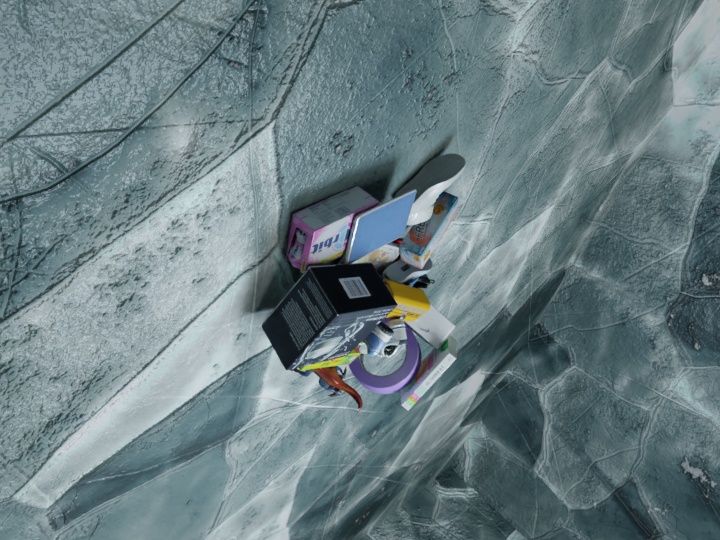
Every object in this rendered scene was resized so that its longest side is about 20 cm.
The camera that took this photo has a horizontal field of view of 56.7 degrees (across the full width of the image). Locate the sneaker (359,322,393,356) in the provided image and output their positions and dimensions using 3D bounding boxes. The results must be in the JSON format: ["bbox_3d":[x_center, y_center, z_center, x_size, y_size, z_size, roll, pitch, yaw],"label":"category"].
[{"bbox_3d":[-0.007,0.134,1.599,0.075,0.200,0.077,25,95,-40],"label":"sneaker"}]

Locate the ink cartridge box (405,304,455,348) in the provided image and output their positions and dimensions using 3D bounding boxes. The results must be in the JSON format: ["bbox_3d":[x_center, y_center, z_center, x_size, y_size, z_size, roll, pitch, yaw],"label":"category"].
[{"bbox_3d":[0.177,0.139,1.873,0.084,0.146,0.200,-49,179,-4],"label":"ink cartridge box"}]

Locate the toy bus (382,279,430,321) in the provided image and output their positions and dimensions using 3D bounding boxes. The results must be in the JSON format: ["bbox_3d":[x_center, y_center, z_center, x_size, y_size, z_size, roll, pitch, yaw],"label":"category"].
[{"bbox_3d":[0.080,0.073,1.603,0.078,0.065,0.199,-38,148,26],"label":"toy bus"}]

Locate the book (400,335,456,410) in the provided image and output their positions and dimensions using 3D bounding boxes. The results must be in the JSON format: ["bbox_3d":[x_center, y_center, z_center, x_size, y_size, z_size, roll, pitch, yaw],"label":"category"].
[{"bbox_3d":[0.188,0.278,1.819,0.200,0.048,0.134,-51,-176,16],"label":"book"}]

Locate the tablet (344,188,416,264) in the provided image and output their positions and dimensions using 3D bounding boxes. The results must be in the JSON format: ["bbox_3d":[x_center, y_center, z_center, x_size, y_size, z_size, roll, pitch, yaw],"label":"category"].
[{"bbox_3d":[0.044,-0.096,1.427,0.200,0.014,0.131,-30,146,-42],"label":"tablet"}]

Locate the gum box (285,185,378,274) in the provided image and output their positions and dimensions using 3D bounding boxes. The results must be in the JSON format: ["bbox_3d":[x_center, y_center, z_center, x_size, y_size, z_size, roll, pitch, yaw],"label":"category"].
[{"bbox_3d":[-0.061,-0.083,1.361,0.199,0.066,0.114,-29,146,-40],"label":"gum box"}]

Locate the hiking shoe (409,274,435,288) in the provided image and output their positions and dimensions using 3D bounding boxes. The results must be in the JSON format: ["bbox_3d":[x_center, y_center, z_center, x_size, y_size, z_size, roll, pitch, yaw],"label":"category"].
[{"bbox_3d":[0.093,0.055,1.759,0.200,0.087,0.074,-37,152,-6],"label":"hiking shoe"}]

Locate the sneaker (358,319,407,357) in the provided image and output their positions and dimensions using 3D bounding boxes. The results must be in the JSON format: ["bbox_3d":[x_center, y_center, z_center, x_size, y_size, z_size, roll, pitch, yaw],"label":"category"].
[{"bbox_3d":[0.050,0.185,1.664,0.073,0.071,0.200,-2,159,-28],"label":"sneaker"}]

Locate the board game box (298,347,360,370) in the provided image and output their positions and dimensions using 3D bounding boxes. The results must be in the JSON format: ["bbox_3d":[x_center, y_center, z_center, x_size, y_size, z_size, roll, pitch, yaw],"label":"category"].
[{"bbox_3d":[-0.091,0.170,1.547,0.048,0.102,0.200,-43,157,22],"label":"board game box"}]

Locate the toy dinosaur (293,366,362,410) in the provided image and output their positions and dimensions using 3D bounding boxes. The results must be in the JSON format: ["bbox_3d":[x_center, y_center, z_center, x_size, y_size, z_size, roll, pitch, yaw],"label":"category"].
[{"bbox_3d":[-0.085,0.225,1.610,0.105,0.199,0.182,-58,143,-19],"label":"toy dinosaur"}]

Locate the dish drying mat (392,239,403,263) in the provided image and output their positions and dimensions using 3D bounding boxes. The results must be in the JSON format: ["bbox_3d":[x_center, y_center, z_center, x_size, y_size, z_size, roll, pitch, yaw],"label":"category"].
[{"bbox_3d":[0.103,-0.044,1.737,0.200,0.018,0.077,1,126,-59],"label":"dish drying mat"}]

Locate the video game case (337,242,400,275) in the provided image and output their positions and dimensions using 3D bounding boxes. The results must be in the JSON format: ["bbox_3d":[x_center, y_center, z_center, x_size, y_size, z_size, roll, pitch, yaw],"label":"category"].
[{"bbox_3d":[0.000,0.000,1.600,0.182,0.023,0.200,-50,155,16],"label":"video game case"}]

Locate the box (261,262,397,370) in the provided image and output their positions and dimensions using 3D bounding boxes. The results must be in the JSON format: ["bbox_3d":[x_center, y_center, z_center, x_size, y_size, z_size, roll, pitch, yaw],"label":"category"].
[{"bbox_3d":[-0.065,0.093,1.403,0.199,0.124,0.197,-5,147,-49],"label":"box"}]

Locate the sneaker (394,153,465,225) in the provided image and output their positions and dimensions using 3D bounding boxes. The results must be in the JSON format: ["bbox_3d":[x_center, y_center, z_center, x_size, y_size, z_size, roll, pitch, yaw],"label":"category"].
[{"bbox_3d":[0.167,-0.190,1.596,0.199,0.074,0.116,-36,154,-8],"label":"sneaker"}]

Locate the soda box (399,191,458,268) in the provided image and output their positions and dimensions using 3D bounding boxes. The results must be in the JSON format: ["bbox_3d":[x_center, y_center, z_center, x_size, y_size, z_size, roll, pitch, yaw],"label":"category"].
[{"bbox_3d":[0.172,-0.105,1.667,0.201,0.063,0.069,-56,159,-24],"label":"soda box"}]

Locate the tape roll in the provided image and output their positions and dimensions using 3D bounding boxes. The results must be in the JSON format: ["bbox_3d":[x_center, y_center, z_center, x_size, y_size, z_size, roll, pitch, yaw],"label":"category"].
[{"bbox_3d":[0.065,0.233,1.832,0.200,0.200,0.066,-46,154,-9],"label":"tape roll"}]

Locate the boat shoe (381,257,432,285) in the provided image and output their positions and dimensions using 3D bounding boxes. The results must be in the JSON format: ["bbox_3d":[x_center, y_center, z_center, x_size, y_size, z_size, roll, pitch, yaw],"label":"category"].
[{"bbox_3d":[0.102,0.013,1.707,0.200,0.071,0.091,-23,159,-49],"label":"boat shoe"}]
